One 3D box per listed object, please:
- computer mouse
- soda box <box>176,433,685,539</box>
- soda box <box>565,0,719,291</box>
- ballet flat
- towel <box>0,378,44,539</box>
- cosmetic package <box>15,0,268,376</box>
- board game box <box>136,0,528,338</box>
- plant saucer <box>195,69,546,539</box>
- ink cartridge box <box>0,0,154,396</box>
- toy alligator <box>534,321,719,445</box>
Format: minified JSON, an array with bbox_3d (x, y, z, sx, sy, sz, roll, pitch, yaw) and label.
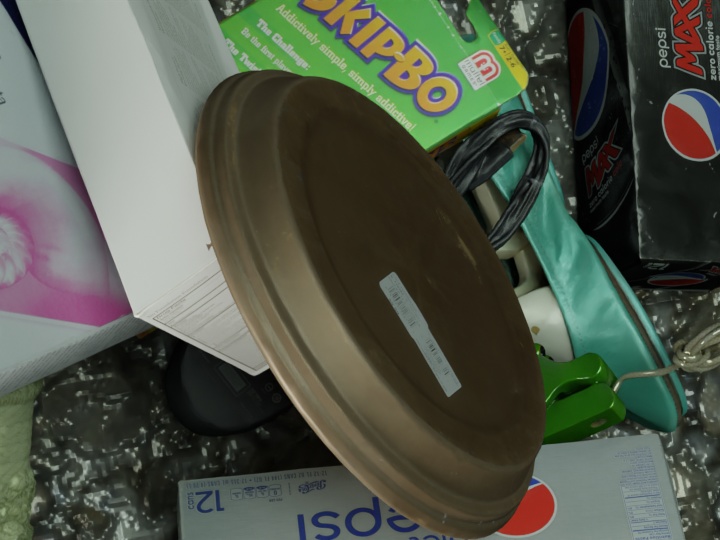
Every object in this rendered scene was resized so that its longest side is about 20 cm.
[{"bbox_3d":[0.000,0.000,1.003,0.200,0.034,0.059,-36,98,-6],"label":"computer mouse"},{"bbox_3d":[0.028,0.120,0.951,0.199,0.068,0.064,-5,45,-4],"label":"soda box"},{"bbox_3d":[0.138,-0.093,1.081,0.071,0.063,0.201,2,77,-19],"label":"soda box"},{"bbox_3d":[0.069,-0.007,1.040,0.070,0.067,0.200,-25,83,-14],"label":"ballet flat"},{"bbox_3d":[-0.219,0.066,0.908,0.199,0.036,0.149,3,98,-21],"label":"towel"},{"bbox_3d":[-0.079,-0.060,0.921,0.051,0.083,0.200,-34,57,15],"label":"cosmetic package"},{"bbox_3d":[-0.034,-0.064,1.000,0.200,0.030,0.096,-32,82,-5],"label":"board game box"},{"bbox_3d":[0.012,0.006,0.894,0.200,0.029,0.200,45,27,-31],"label":"plant saucer"},{"bbox_3d":[-0.158,-0.051,0.904,0.200,0.043,0.197,-26,80,-43],"label":"ink cartridge box"},{"bbox_3d":[0.066,0.059,1.000,0.200,0.059,0.054,-32,55,9],"label":"toy alligator"}]
